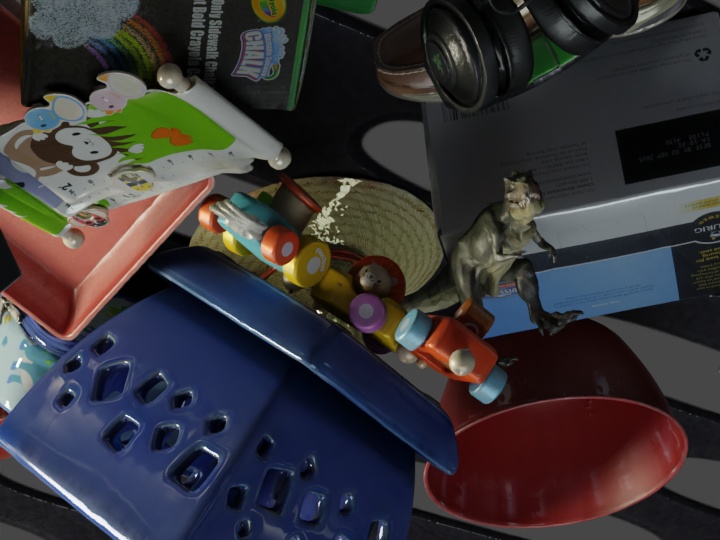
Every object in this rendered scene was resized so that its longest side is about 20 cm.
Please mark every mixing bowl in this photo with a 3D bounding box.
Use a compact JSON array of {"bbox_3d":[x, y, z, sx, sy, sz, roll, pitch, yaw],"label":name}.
[{"bbox_3d":[0.140,0.101,1.693,0.198,0.109,0.201,-5,147,-3],"label":"mixing bowl"}]

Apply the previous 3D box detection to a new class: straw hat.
[{"bbox_3d":[-0.030,0.027,1.573,0.199,0.086,0.202,-4,147,-3],"label":"straw hat"}]

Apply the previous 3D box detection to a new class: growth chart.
[{"bbox_3d":[-0.142,-0.065,1.270,0.199,0.018,0.144,-17,152,34],"label":"growth chart"}]

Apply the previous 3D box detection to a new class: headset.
[{"bbox_3d":[0.084,-0.149,1.210,0.123,0.094,0.200,-29,169,3],"label":"headset"}]

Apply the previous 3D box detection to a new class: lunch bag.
[{"bbox_3d":[-0.172,0.067,1.552,0.199,0.161,0.083,20,101,-31],"label":"lunch bag"}]

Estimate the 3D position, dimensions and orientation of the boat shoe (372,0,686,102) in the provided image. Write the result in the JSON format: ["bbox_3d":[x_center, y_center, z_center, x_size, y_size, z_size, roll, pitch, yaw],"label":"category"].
[{"bbox_3d":[0.095,-0.164,1.326,0.199,0.076,0.072,-23,141,8],"label":"boat shoe"}]

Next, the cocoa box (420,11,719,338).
[{"bbox_3d":[0.149,-0.058,1.431,0.198,0.134,0.132,-11,146,7],"label":"cocoa box"}]

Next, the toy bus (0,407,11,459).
[{"bbox_3d":[-0.337,0.108,1.619,0.191,0.136,0.201,-17,145,-8],"label":"toy bus"}]

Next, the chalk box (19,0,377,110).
[{"bbox_3d":[-0.087,-0.172,1.231,0.198,0.125,0.125,0,146,-11],"label":"chalk box"}]

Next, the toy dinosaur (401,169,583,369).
[{"bbox_3d":[0.077,0.011,1.340,0.047,0.088,0.200,-25,168,-37],"label":"toy dinosaur"}]

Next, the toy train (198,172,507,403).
[{"bbox_3d":[0.000,0.000,1.321,0.199,0.056,0.150,36,171,-11],"label":"toy train"}]

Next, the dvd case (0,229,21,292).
[{"bbox_3d":[-0.278,-0.085,1.269,0.025,0.200,0.151,-39,140,-20],"label":"dvd case"}]

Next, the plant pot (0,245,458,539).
[{"bbox_3d":[-0.071,0.108,1.402,0.180,0.200,0.200,-55,136,-5],"label":"plant pot"}]

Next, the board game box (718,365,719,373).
[{"bbox_3d":[0.316,-0.045,1.425,0.043,0.200,0.200,31,140,-1],"label":"board game box"}]

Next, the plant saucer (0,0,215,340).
[{"bbox_3d":[-0.206,-0.073,1.373,0.199,0.037,0.200,38,132,-9],"label":"plant saucer"}]
